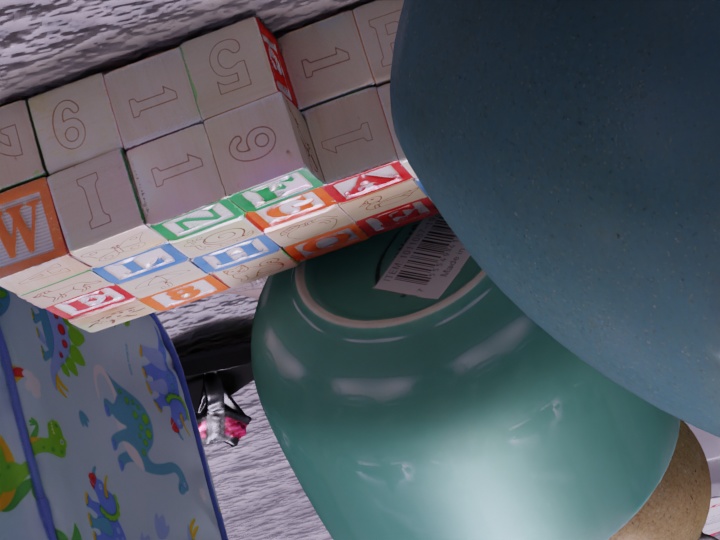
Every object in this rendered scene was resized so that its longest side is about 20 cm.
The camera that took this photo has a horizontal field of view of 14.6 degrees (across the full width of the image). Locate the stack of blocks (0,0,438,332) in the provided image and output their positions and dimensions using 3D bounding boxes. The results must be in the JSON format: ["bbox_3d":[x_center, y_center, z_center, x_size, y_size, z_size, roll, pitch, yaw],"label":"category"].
[{"bbox_3d":[-0.029,-0.044,0.995,0.200,0.059,0.115,-19,166,8],"label":"stack of blocks"}]

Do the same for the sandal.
[{"bbox_3d":[-0.091,0.079,1.422,0.075,0.045,0.200,-8,164,-30],"label":"sandal"}]

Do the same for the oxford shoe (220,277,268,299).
[{"bbox_3d":[0.000,0.000,1.167,0.200,0.073,0.071,-4,162,-41],"label":"oxford shoe"}]

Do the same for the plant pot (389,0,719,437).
[{"bbox_3d":[0.089,-0.061,0.868,0.135,0.200,0.200,18,179,22],"label":"plant pot"}]

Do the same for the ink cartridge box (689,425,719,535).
[{"bbox_3d":[0.197,0.139,1.906,0.145,0.085,0.200,-12,167,-19],"label":"ink cartridge box"}]

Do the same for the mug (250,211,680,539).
[{"bbox_3d":[0.032,0.020,1.082,0.152,0.185,0.114,-24,129,3],"label":"mug"}]

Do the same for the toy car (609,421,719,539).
[{"bbox_3d":[0.116,0.089,1.326,0.164,0.200,0.158,-18,-171,14],"label":"toy car"}]

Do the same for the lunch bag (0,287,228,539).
[{"bbox_3d":[-0.119,0.105,1.173,0.082,0.200,0.161,-22,165,24],"label":"lunch bag"}]
